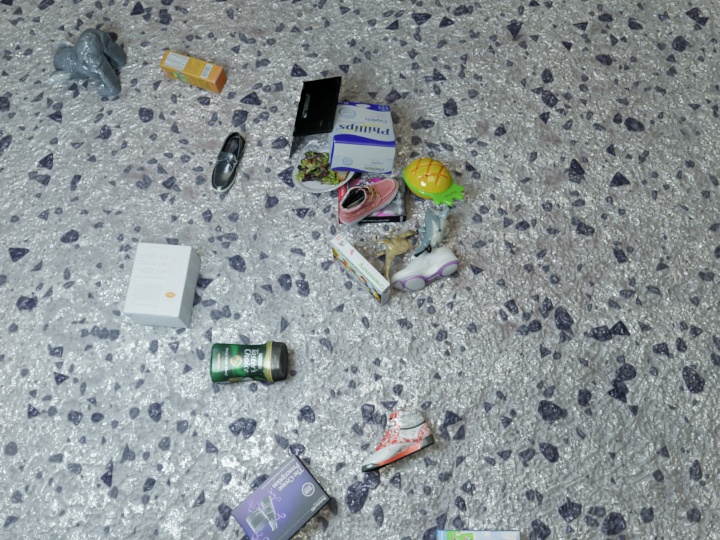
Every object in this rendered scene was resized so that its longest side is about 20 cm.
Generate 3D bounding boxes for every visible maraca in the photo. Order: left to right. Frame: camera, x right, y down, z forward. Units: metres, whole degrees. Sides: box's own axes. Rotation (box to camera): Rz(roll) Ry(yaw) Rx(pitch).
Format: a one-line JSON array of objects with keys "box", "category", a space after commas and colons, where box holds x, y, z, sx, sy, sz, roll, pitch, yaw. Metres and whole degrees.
[{"box": [0.209, -0.252, 1.757, 0.136, 0.108, 0.200, -31, 57, -25], "category": "maraca"}]

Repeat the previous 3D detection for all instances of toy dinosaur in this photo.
[{"box": [0.083, -0.063, 1.705, 0.100, 0.059, 0.201, 14, 53, 25], "category": "toy dinosaur"}]

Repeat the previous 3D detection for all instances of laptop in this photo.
[{"box": [-0.135, -0.447, 1.803, 0.197, 0.116, 0.190, -1, 68, 24], "category": "laptop"}]

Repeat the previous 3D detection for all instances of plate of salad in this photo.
[{"box": [-0.108, -0.305, 1.794, 0.197, 0.048, 0.202, -8, 50, 10], "category": "plate of salad"}]

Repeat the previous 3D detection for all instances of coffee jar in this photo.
[{"box": [-0.287, 0.239, 1.597, 0.197, 0.086, 0.106, -3, 69, -1], "category": "coffee jar"}]

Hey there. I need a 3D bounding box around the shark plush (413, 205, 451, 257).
[{"box": [0.192, -0.100, 1.717, 0.082, 0.091, 0.202, 14, 59, 21], "category": "shark plush"}]

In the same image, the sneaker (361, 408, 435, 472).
[{"box": [0.078, 0.420, 1.536, 0.199, 0.067, 0.109, -21, 69, -11], "category": "sneaker"}]

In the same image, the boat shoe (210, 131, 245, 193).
[{"box": [-0.397, -0.325, 1.825, 0.074, 0.062, 0.202, 16, 72, 5], "category": "boat shoe"}]

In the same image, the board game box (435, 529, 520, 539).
[{"box": [0.280, 0.694, 1.445, 0.197, 0.037, 0.153, 0, 69, 0], "category": "board game box"}]

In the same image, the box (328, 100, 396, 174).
[{"box": [0.001, -0.387, 1.774, 0.181, 0.106, 0.202, 2, 49, -10], "category": "box"}]

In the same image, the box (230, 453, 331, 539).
[{"box": [-0.188, 0.567, 1.478, 0.200, 0.079, 0.141, -41, 77, -14], "category": "box"}]

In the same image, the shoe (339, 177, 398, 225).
[{"box": [0.025, -0.206, 1.705, 0.199, 0.091, 0.072, -35, 73, -11], "category": "shoe"}]

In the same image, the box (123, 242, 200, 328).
[{"box": [-0.534, 0.041, 1.663, 0.150, 0.107, 0.203, 4, 69, 2], "category": "box"}]

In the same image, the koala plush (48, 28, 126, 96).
[{"box": [-0.869, -0.653, 1.907, 0.197, 0.184, 0.180, -2, 68, 12], "category": "koala plush"}]

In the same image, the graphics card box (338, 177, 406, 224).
[{"box": [0.033, -0.202, 1.779, 0.197, 0.051, 0.127, -1, 69, -1], "category": "graphics card box"}]

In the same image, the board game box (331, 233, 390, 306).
[{"box": [0.000, 0.000, 1.663, 0.035, 0.127, 0.200, -41, 74, -14], "category": "board game box"}]

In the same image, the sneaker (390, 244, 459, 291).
[{"box": [0.171, -0.008, 1.705, 0.198, 0.075, 0.100, -20, 51, -6], "category": "sneaker"}]

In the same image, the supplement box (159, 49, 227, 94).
[{"box": [-0.528, -0.628, 1.938, 0.198, 0.067, 0.070, 21, 74, 9], "category": "supplement box"}]
